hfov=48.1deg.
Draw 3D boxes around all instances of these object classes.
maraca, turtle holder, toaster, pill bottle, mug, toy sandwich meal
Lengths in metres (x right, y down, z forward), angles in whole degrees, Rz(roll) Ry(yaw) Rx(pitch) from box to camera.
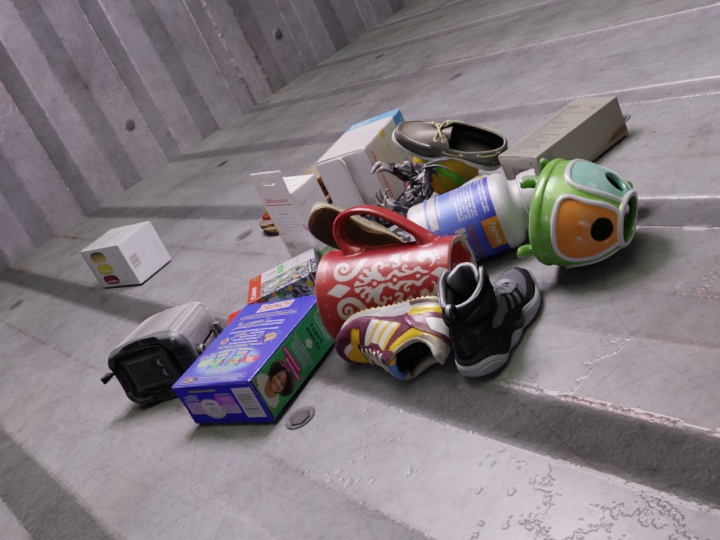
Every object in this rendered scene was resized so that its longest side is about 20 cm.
[{"bbox_3d":[0.153,-0.204,1.488,0.108,0.136,0.201,-55,18,18],"label":"maraca"},{"bbox_3d":[0.292,-0.071,1.054,0.130,0.144,0.184,7,-2,32],"label":"turtle holder"},{"bbox_3d":[-0.316,0.134,1.323,0.197,0.115,0.130,-20,19,25],"label":"toaster"},{"bbox_3d":[0.177,-0.074,1.191,0.197,0.113,0.113,-21,23,18],"label":"pill bottle"},{"bbox_3d":[0.045,0.008,1.100,0.197,0.179,0.135,-9,42,29],"label":"mug"},{"bbox_3d":[-0.147,-0.161,1.815,0.202,0.071,0.206,-24,22,10],"label":"toy sandwich meal"}]

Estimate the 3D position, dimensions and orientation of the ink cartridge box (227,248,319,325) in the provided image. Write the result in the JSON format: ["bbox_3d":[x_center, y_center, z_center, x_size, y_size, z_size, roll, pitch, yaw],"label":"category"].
[{"bbox_3d":[-0.157,0.041,1.414,0.197,0.051,0.109,-26,22,5],"label":"ink cartridge box"}]

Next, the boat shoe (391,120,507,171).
[{"bbox_3d":[0.153,-0.224,1.378,0.198,0.060,0.073,13,67,2],"label":"boat shoe"}]

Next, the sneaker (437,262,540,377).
[{"bbox_3d":[0.158,0.028,0.987,0.074,0.115,0.201,-9,29,37],"label":"sneaker"}]

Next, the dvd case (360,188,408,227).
[{"bbox_3d":[0.027,-0.121,1.588,0.149,0.025,0.200,-29,21,-2],"label":"dvd case"}]

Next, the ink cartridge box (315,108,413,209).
[{"bbox_3d":[0.014,-0.201,1.569,0.124,0.130,0.200,-11,27,36],"label":"ink cartridge box"}]

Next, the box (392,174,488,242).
[{"bbox_3d":[0.149,-0.084,1.329,0.198,0.050,0.082,-33,22,-12],"label":"box"}]

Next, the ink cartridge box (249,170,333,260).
[{"bbox_3d":[-0.111,-0.106,1.479,0.067,0.202,0.116,-39,25,-29],"label":"ink cartridge box"}]

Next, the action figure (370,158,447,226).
[{"bbox_3d":[0.059,-0.128,1.379,0.201,0.101,0.120,-50,20,27],"label":"action figure"}]

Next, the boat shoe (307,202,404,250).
[{"bbox_3d":[0.012,-0.045,1.224,0.074,0.198,0.063,-52,15,16],"label":"boat shoe"}]

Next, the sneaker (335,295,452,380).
[{"bbox_3d":[0.035,0.099,1.035,0.198,0.075,0.091,-24,37,40],"label":"sneaker"}]

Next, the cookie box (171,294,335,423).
[{"bbox_3d":[-0.147,0.128,1.180,0.169,0.076,0.200,-10,28,38],"label":"cookie box"}]

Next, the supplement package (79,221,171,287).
[{"bbox_3d":[-0.583,-0.037,2.000,0.198,0.115,0.110,-6,29,45],"label":"supplement package"}]

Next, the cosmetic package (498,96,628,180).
[{"bbox_3d":[0.339,-0.210,1.350,0.199,0.072,0.105,-36,23,-18],"label":"cosmetic package"}]
